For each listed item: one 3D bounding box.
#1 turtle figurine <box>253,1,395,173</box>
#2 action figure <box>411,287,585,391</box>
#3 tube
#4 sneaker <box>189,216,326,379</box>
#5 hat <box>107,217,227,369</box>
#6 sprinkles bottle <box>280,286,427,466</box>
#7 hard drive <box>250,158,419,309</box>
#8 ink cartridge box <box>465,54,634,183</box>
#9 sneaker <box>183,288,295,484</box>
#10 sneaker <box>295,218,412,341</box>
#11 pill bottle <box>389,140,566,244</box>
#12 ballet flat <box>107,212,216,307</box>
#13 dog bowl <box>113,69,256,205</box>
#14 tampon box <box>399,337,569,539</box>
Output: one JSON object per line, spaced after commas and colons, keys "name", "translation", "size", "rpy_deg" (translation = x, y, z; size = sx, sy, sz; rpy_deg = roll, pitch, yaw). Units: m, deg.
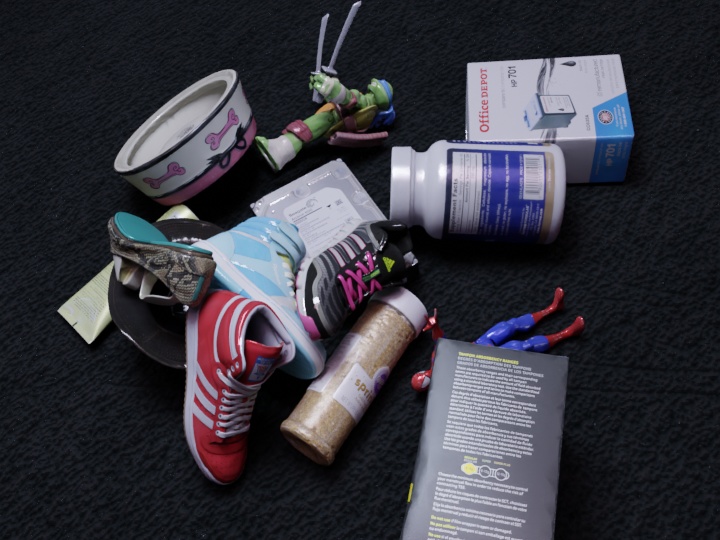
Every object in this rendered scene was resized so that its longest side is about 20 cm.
{"name": "turtle figurine", "translation": [-0.064, -0.230, 1.036], "size": [0.193, 0.201, 0.144], "rpy_deg": [-37, 43, -7]}
{"name": "action figure", "translation": [0.140, 0.069, 0.843], "size": [0.197, 0.100, 0.066], "rpy_deg": [-26, 54, -7]}
{"name": "tube", "translation": [-0.281, -0.001, 0.984], "size": [0.200, 0.058, 0.052], "rpy_deg": [-47, 106, -18]}
{"name": "sneaker", "translation": [-0.084, 0.015, 0.865], "size": [0.200, 0.080, 0.130], "rpy_deg": [43, 53, 13]}
{"name": "hat", "translation": [-0.198, 0.040, 0.913], "size": [0.197, 0.081, 0.203], "rpy_deg": [9, 51, -11]}
{"name": "sprinkles bottle", "translation": [-0.004, 0.108, 0.852], "size": [0.067, 0.069, 0.201], "rpy_deg": [26, 64, 23]}
{"name": "hard drive", "translation": [-0.035, -0.039, 0.976], "size": [0.138, 0.038, 0.201], "rpy_deg": [-27, 56, -11]}
{"name": "ink cartridge box", "translation": [0.234, -0.190, 1.010], "size": [0.196, 0.086, 0.149], "rpy_deg": [-1, 56, 6]}
{"name": "sneaker", "translation": [-0.119, 0.122, 0.787], "size": [0.111, 0.204, 0.071], "rpy_deg": [3, 10, 43]}
{"name": "sneaker", "translation": [0.000, 0.000, 0.837], "size": [0.086, 0.075, 0.200], "rpy_deg": [-8, 26, 28]}
{"name": "pill bottle", "translation": [0.133, -0.093, 0.930], "size": [0.196, 0.117, 0.117], "rpy_deg": [3, 56, 3]}
{"name": "ballet flat", "translation": [-0.220, -0.007, 0.831], "size": [0.198, 0.067, 0.077], "rpy_deg": [22, 95, 47]}
{"name": "dog bowl", "translation": [-0.219, -0.167, 1.025], "size": [0.198, 0.074, 0.202], "rpy_deg": [-27, 31, 18]}
{"name": "tampon box", "translation": [0.115, 0.192, 0.727], "size": [0.124, 0.151, 0.203], "rpy_deg": [7, 57, 12]}
